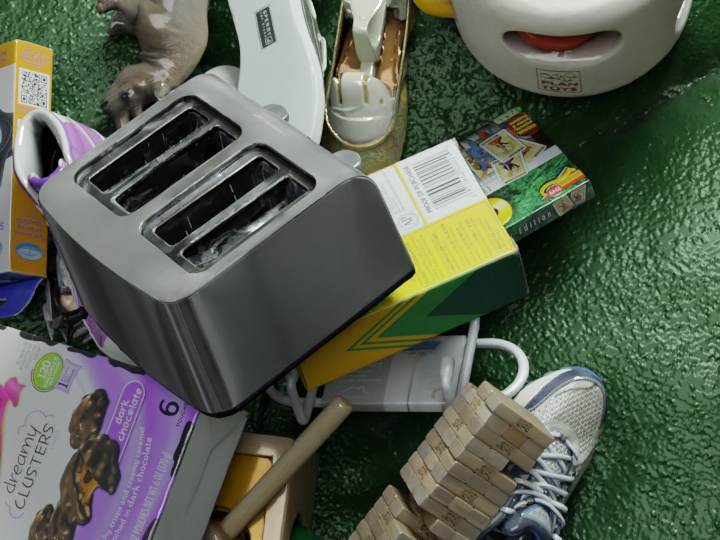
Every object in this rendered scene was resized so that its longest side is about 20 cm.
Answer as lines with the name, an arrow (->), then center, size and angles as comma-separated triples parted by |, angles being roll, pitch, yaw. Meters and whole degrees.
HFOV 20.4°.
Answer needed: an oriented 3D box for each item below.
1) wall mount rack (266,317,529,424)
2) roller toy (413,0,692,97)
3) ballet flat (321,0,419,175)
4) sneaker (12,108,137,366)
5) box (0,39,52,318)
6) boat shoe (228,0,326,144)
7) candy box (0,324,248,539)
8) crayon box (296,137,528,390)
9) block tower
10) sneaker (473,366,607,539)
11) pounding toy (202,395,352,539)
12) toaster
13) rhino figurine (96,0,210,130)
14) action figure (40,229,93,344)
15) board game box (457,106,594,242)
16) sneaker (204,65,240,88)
wall mount rack -> 0.023, 0.033, 1.452 | 0.199, 0.075, 0.174 | -1, 45, 15
roller toy -> 0.149, -0.224, 1.451 | 0.200, 0.140, 0.183 | -38, 67, -8
ballet flat -> 0.005, -0.154, 1.499 | 0.070, 0.071, 0.201 | 8, 80, 11
sneaker -> -0.195, -0.021, 1.416 | 0.072, 0.114, 0.201 | -28, 72, 7
box -> -0.285, -0.063, 1.513 | 0.119, 0.041, 0.201 | -11, 72, 42
boat shoe -> -0.052, -0.149, 1.487 | 0.070, 0.064, 0.201 | -20, 59, 23
candy box -> -0.200, 0.140, 1.358 | 0.199, 0.072, 0.169 | 15, 78, 26
crayon box -> 0.000, 0.000, 1.379 | 0.199, 0.051, 0.127 | -22, 46, -4
block tower -> 0.046, 0.170, 1.371 | 0.058, 0.054, 0.200 | 35, 98, -24
sneaker -> 0.119, 0.162, 1.396 | 0.077, 0.085, 0.201 | 31, 90, -18
pounding toy -> -0.103, 0.178, 1.409 | 0.199, 0.142, 0.185 | 5, 80, 11
toaster -> -0.096, -0.016, 1.302 | 0.200, 0.119, 0.181 | -37, 45, -18
rhino figurine -> -0.155, -0.193, 1.537 | 0.087, 0.060, 0.201 | 10, 83, 15
action figure -> -0.172, -0.012, 1.499 | 0.199, 0.069, 0.131 | -5, 83, 11
board game box -> 0.058, -0.039, 1.447 | 0.199, 0.024, 0.105 | -30, 49, -10
sneaker -> -0.120, -0.101, 1.460 | 0.071, 0.073, 0.200 | 4, 36, 15
